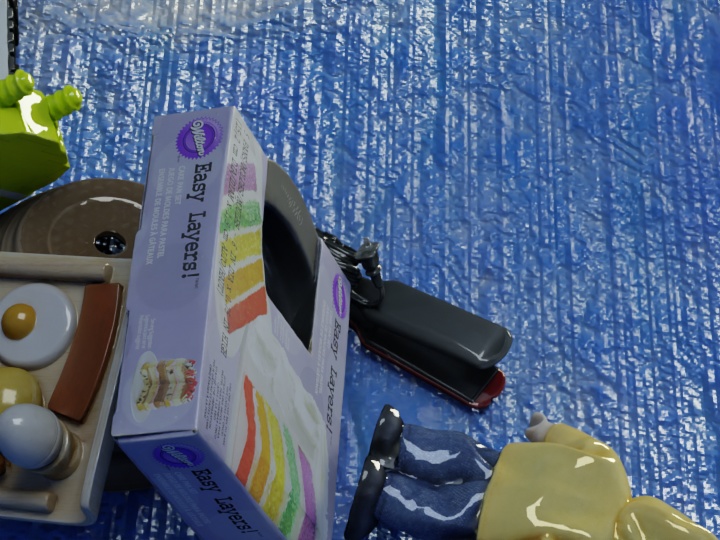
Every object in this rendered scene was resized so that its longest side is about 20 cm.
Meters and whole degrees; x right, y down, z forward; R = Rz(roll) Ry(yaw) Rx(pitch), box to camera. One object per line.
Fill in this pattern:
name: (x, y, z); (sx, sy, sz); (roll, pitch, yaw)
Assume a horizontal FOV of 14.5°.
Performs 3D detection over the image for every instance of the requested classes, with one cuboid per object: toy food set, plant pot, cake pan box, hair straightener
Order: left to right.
toy food set: (-0.205, 0.048, 1.445); (0.199, 0.060, 0.144); (4, 71, 24)
plant pot: (-0.141, 0.015, 1.542); (0.200, 0.093, 0.201); (5, 46, -5)
cake pan box: (-0.061, 0.041, 1.448); (0.052, 0.184, 0.201); (-6, 56, 17)
hair straightener: (0.000, 0.000, 1.591); (0.200, 0.077, 0.041); (33, 52, 19)

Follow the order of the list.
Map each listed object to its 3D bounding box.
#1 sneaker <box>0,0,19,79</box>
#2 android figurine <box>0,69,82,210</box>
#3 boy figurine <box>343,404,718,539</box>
sneaker: (-0.249, -0.147, 1.688); (0.087, 0.076, 0.200); (-2, 48, -4)
android figurine: (-0.241, -0.054, 1.516); (0.182, 0.200, 0.041); (13, 54, -59)
boy figurine: (0.097, 0.128, 1.501); (0.199, 0.065, 0.125); (15, 46, 2)
